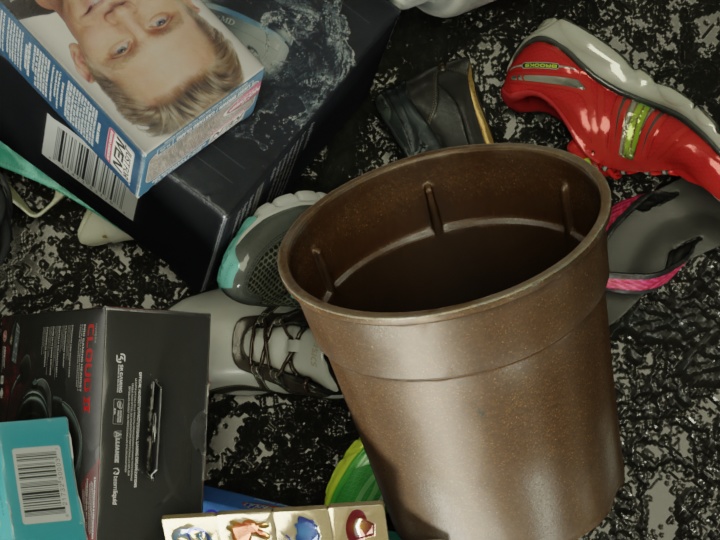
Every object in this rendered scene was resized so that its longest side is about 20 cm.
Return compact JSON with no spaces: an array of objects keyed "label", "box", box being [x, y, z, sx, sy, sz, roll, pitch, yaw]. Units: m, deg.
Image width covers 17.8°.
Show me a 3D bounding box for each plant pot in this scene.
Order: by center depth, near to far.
[{"label":"plant pot","box":[0.071,0.057,1.388,0.200,0.200,0.199,-17,118,-2]}]

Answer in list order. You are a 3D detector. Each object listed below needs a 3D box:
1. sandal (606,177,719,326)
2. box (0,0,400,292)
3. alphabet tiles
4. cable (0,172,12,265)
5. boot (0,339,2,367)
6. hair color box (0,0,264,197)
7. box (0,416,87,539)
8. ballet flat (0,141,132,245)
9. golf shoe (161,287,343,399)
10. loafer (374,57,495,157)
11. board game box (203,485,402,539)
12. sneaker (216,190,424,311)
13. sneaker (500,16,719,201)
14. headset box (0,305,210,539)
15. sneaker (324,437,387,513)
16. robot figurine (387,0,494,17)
[{"label":"sandal","box":[0.192,-0.020,1.560,0.200,0.045,0.075,-31,87,-3]},{"label":"box","box":[-0.115,-0.133,1.492,0.196,0.117,0.200,36,63,5]},{"label":"alphabet tiles","box":[-0.043,0.207,1.404,0.199,0.006,0.167,-4,125,5]},{"label":"cable","box":[-0.315,-0.048,1.471,0.163,0.200,0.051,44,123,40]},{"label":"boot","box":[-0.319,0.017,1.485,0.073,0.162,0.199,-33,88,20]},{"label":"hair color box","box":[-0.161,-0.152,1.393,0.100,0.061,0.200,-39,78,-24]},{"label":"box","box":[-0.235,0.159,1.456,0.049,0.200,0.083,-2,71,-29]},{"label":"ballet flat","box":[-0.189,-0.059,1.554,0.200,0.067,0.071,30,110,1]},{"label":"golf shoe","box":[-0.046,0.047,1.527,0.199,0.094,0.078,2,87,1]},{"label":"loafer","box":[0.088,-0.052,1.537,0.072,0.073,0.200,-33,82,5]},{"label":"board game box","box":[-0.055,0.230,1.495,0.199,0.045,0.153,11,97,17]},{"label":"sneaker","box":[0.000,0.000,1.482,0.091,0.200,0.078,41,123,37]},{"label":"sneaker","box":[0.181,-0.086,1.549,0.200,0.077,0.085,36,88,19]},{"label":"headset box","box":[-0.163,0.100,1.463,0.077,0.200,0.149,4,86,-28]},{"label":"sneaker","box":[0.067,0.124,1.524,0.200,0.074,0.084,-26,60,-3]},{"label":"robot figurine","box":[0.086,-0.239,1.527,0.200,0.113,0.170,-24,42,-25]}]
